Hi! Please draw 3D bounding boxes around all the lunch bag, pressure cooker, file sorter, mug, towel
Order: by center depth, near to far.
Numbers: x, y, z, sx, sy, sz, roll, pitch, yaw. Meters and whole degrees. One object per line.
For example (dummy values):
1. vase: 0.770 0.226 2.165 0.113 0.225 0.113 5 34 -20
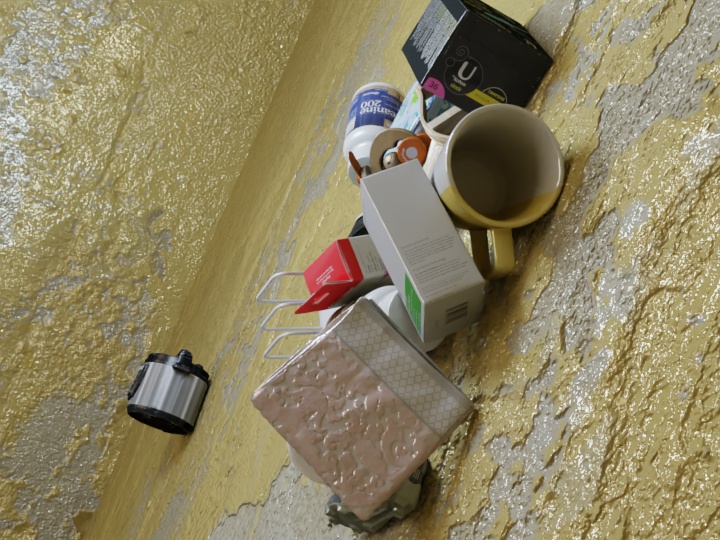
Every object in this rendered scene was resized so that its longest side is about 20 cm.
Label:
1. towel: 0.002 0.156 1.178 0.191 0.200 0.032 -43 -18 -7
2. mug: 0.147 -0.099 1.253 0.187 0.149 0.153 -62 8 -13
3. file sorter: -0.077 0.114 1.522 0.139 0.124 0.200 134 131 -60
4. lunch bag: 0.089 -0.213 1.665 0.200 0.082 0.161 -60 19 18
5. pressure cooker: -0.475 0.294 2.517 0.176 0.179 0.200 5 65 31

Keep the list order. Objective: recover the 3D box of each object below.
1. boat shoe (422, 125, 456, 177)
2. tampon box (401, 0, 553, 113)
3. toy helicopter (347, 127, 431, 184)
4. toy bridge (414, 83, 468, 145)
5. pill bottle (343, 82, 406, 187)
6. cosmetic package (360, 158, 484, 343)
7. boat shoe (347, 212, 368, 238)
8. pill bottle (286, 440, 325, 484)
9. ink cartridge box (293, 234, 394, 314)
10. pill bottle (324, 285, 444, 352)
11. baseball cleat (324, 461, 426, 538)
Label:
1. boat shoe: 0.136 -0.154 1.488 0.069 0.074 0.200 11 67 49
2. tampon box: 0.164 -0.314 1.463 0.126 0.150 0.200 -57 19 21
3. toy helicopter: 0.050 -0.123 1.569 0.079 0.132 0.200 -37 -52 -67
4. toy bridge: 0.129 -0.218 1.475 0.067 0.027 0.200 -33 47 -3
5. pill bottle: 0.028 -0.245 1.842 0.111 0.111 0.200 -49 24 43
6. cosmetic package: 0.075 -0.026 1.255 0.108 0.085 0.200 83 163 -58
7. boat shoe: 0.007 -0.038 1.690 0.201 0.074 0.063 -50 17 58
8. pill bottle: -0.019 0.197 1.299 0.110 0.109 0.200 -63 -8 10
9. ink cartridge box: 0.000 0.000 1.447 0.116 0.200 0.067 -42 63 52
10. pill bottle: 0.035 0.082 1.376 0.200 0.114 0.114 -29 40 63
11. baseball cleat: 0.027 0.271 1.257 0.200 0.070 0.107 -31 24 54
